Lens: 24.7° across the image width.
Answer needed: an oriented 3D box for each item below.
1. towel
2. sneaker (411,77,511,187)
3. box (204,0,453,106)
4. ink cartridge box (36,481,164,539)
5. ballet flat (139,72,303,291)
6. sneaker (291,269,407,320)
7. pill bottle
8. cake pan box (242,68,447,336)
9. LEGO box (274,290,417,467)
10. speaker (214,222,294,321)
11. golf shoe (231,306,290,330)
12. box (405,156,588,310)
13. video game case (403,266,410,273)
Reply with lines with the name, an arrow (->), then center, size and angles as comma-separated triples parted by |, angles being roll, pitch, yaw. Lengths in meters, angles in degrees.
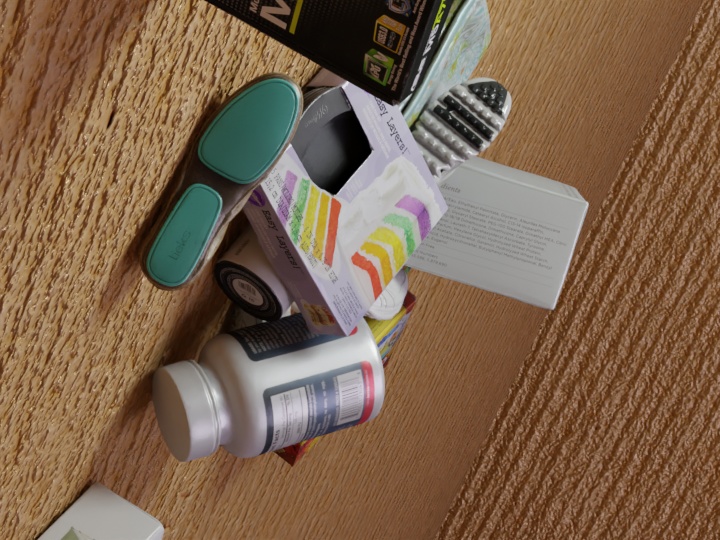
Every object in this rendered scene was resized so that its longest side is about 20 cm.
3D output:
towel -> 0.076, -0.207, 1.773 | 0.201, 0.048, 0.171 | -57, 166, -11
sneaker -> 0.078, -0.124, 1.740 | 0.200, 0.075, 0.081 | -46, 180, -3
box -> -0.020, -0.234, 1.042 | 0.048, 0.192, 0.201 | -46, 162, -51
ink cartridge box -> -0.276, 0.312, 1.501 | 0.200, 0.084, 0.145 | -44, 160, -46
ballet flat -> -0.114, -0.074, 1.340 | 0.201, 0.068, 0.072 | -60, -173, 4
sneaker -> 0.000, 0.000, 1.821 | 0.200, 0.078, 0.100 | -9, 123, -58
pill bottle -> -0.089, 0.110, 1.555 | 0.199, 0.120, 0.120 | -14, 143, -26
cake pan box -> -0.019, -0.073, 1.504 | 0.184, 0.052, 0.201 | -51, 129, -32
LEGO box -> -0.035, 0.109, 1.925 | 0.200, 0.077, 0.149 | -45, 166, -36
speaker -> -0.052, -0.050, 1.567 | 0.200, 0.081, 0.081 | -52, 165, -28
golf shoe -> -0.089, 0.075, 1.661 | 0.201, 0.097, 0.078 | -64, 165, 10
box -> 0.148, -0.056, 1.922 | 0.199, 0.198, 0.132 | -64, 170, -81
video game case -> 0.049, -0.018, 2.144 | 0.201, 0.018, 0.143 | -56, 166, -17
